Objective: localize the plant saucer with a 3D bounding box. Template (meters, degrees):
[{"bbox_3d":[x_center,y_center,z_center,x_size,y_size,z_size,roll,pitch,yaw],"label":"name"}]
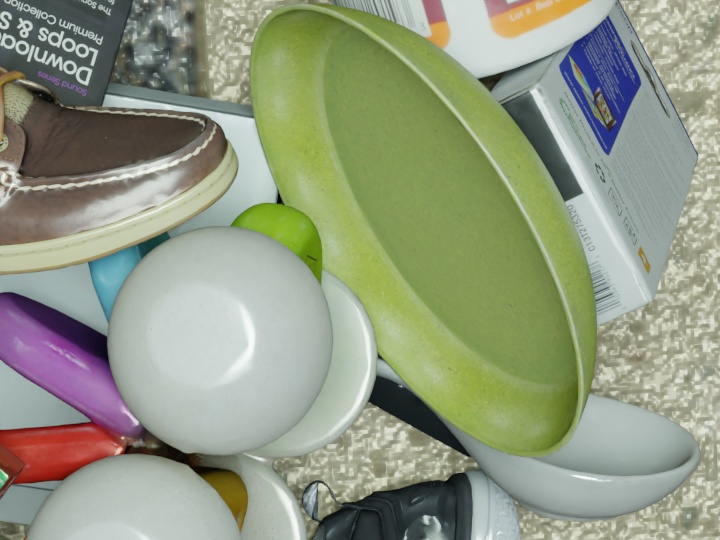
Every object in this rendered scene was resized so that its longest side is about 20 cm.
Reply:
[{"bbox_3d":[0.028,-0.020,0.731,0.031,0.200,0.200,-33,100,-21],"label":"plant saucer"}]

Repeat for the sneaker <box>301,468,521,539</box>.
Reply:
[{"bbox_3d":[0.012,0.189,0.863,0.113,0.075,0.201,2,91,-6],"label":"sneaker"}]

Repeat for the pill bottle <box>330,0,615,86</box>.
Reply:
[{"bbox_3d":[0.022,-0.182,0.738,0.114,0.114,0.201,-19,109,-4],"label":"pill bottle"}]

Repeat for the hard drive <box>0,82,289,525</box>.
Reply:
[{"bbox_3d":[-0.112,0.019,0.831,0.131,0.027,0.201,9,105,-6],"label":"hard drive"}]

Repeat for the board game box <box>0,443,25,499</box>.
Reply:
[{"bbox_3d":[-0.228,0.048,0.689,0.200,0.019,0.103,39,106,4],"label":"board game box"}]

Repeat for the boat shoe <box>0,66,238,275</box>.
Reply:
[{"bbox_3d":[-0.147,-0.045,0.699,0.199,0.072,0.072,-3,121,11],"label":"boat shoe"}]

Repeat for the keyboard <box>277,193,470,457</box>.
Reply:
[{"bbox_3d":[0.000,0.000,0.852,0.200,0.040,0.104,29,94,-10],"label":"keyboard"}]

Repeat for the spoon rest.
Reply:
[{"bbox_3d":[0.048,0.067,0.827,0.199,0.099,0.061,5,106,13],"label":"spoon rest"}]

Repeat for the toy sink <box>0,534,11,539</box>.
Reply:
[{"bbox_3d":[-0.190,0.187,0.774,0.112,0.200,0.131,26,95,-9],"label":"toy sink"}]

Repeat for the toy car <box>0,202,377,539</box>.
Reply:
[{"bbox_3d":[-0.088,0.059,0.743,0.150,0.175,0.201,20,89,11],"label":"toy car"}]

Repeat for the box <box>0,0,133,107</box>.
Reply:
[{"bbox_3d":[-0.152,-0.161,0.764,0.143,0.036,0.201,21,69,-22],"label":"box"}]

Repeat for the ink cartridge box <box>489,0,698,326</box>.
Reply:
[{"bbox_3d":[0.099,-0.055,0.788,0.037,0.200,0.095,-25,101,24],"label":"ink cartridge box"}]
